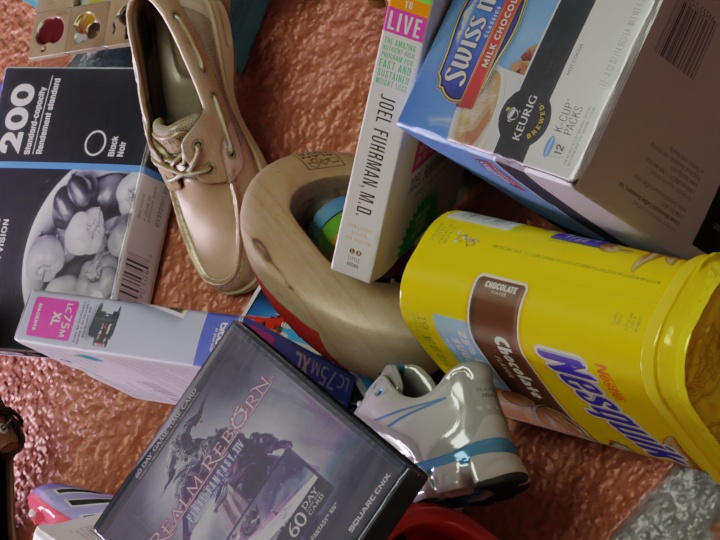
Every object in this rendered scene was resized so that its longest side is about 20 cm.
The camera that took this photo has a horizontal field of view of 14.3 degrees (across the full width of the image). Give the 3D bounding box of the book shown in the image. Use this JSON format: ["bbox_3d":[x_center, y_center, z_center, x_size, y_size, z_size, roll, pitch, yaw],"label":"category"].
[{"bbox_3d":[0.035,-0.108,1.599,0.048,0.134,0.200,20,119,14],"label":"book"}]

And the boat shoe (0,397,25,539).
[{"bbox_3d":[-0.247,0.105,1.847,0.068,0.072,0.201,2,95,20],"label":"boat shoe"}]

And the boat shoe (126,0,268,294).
[{"bbox_3d":[-0.106,-0.081,1.791,0.072,0.065,0.201,-10,91,34],"label":"boat shoe"}]

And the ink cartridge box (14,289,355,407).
[{"bbox_3d":[-0.091,0.054,1.681,0.200,0.119,0.042,9,77,38],"label":"ink cartridge box"}]

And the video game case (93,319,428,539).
[{"bbox_3d":[-0.057,0.123,1.508,0.143,0.019,0.200,-56,37,2],"label":"video game case"}]

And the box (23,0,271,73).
[{"bbox_3d":[-0.147,-0.197,1.911,0.200,0.049,0.082,19,84,40],"label":"box"}]

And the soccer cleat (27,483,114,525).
[{"bbox_3d":[-0.127,0.169,1.756,0.076,0.067,0.200,-43,40,-23],"label":"soccer cleat"}]

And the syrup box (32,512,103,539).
[{"bbox_3d":[-0.155,0.248,1.677,0.081,0.079,0.200,31,117,38],"label":"syrup box"}]

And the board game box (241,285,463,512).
[{"bbox_3d":[-0.019,0.104,1.709,0.200,0.035,0.126,33,94,40],"label":"board game box"}]

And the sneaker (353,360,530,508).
[{"bbox_3d":[0.015,0.099,1.596,0.200,0.075,0.087,-21,71,43],"label":"sneaker"}]

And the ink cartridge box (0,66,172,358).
[{"bbox_3d":[-0.212,-0.039,1.904,0.200,0.043,0.199,2,75,38],"label":"ink cartridge box"}]

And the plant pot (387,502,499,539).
[{"bbox_3d":[-0.012,0.243,1.551,0.182,0.200,0.201,-23,60,37],"label":"plant pot"}]

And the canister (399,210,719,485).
[{"bbox_3d":[0.135,0.041,1.548,0.200,0.149,0.087,14,66,41],"label":"canister"}]

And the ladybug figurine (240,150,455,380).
[{"bbox_3d":[0.000,0.000,1.689,0.200,0.135,0.072,-124,34,-47],"label":"ladybug figurine"}]

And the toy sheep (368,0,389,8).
[{"bbox_3d":[0.060,-0.223,1.721,0.200,0.138,0.138,-27,58,18],"label":"toy sheep"}]

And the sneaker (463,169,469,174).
[{"bbox_3d":[0.087,-0.132,1.692,0.200,0.082,0.074,-39,56,20],"label":"sneaker"}]

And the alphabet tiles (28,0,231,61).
[{"bbox_3d":[-0.129,-0.226,1.873,0.200,0.008,0.168,-4,69,35],"label":"alphabet tiles"}]

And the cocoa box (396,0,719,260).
[{"bbox_3d":[0.142,-0.087,1.556,0.131,0.200,0.134,22,86,40],"label":"cocoa box"}]
